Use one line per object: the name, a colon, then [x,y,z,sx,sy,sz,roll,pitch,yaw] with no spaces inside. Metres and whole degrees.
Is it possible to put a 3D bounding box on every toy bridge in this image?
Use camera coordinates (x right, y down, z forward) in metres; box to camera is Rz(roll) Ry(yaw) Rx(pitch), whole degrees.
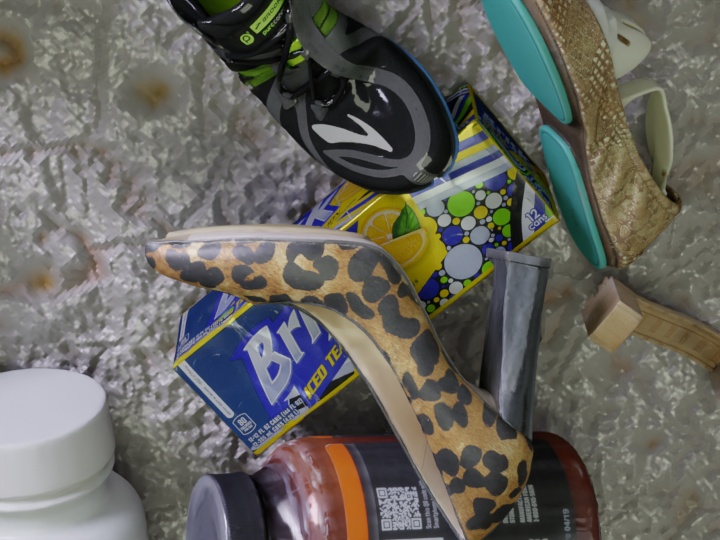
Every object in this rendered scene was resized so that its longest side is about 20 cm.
toy bridge: [0.199,0.062,1.043,0.199,0.067,0.027,31,109,-15]

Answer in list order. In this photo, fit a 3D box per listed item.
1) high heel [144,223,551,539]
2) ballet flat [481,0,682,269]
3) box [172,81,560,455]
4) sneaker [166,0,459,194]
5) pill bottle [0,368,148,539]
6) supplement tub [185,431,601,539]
high heel: [-0.009,0.053,0.947,0.198,0.071,0.144,7,92,-12]
ballet flat: [0.111,-0.086,0.966,0.065,0.071,0.201,-32,136,-7]
box: [0.000,0.000,1.015,0.199,0.064,0.070,-39,108,13]
sneaker: [-0.038,-0.107,0.940,0.200,0.083,0.071,45,106,-2]
pill bottle: [-0.165,0.161,1.052,0.113,0.115,0.202,-3,113,0]
supplement tub: [0.015,0.136,1.023,0.198,0.107,0.108,1,114,-21]
